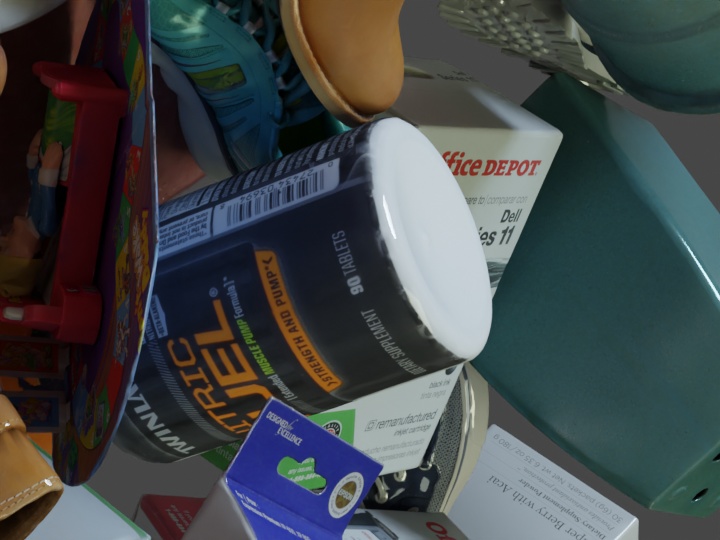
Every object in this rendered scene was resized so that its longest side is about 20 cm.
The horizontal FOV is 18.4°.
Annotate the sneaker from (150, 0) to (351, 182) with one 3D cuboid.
[{"bbox_3d":[-0.045,-0.096,0.934,0.078,0.080,0.200,-49,142,-15],"label":"sneaker"}]

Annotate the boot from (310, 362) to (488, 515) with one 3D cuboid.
[{"bbox_3d":[0.007,0.121,1.237,0.090,0.073,0.201,-18,129,-46],"label":"boot"}]

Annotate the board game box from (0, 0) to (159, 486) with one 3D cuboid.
[{"bbox_3d":[-0.116,-0.022,0.837,0.039,0.201,0.158,6,148,-19],"label":"board game box"}]

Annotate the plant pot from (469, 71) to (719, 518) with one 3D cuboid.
[{"bbox_3d":[0.141,0.025,1.182,0.141,0.200,0.141,-45,154,15],"label":"plant pot"}]

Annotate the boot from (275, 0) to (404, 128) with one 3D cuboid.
[{"bbox_3d":[0.038,-0.149,0.857,0.077,0.155,0.200,-91,168,-55],"label":"boot"}]

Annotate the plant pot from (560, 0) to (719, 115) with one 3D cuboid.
[{"bbox_3d":[0.123,-0.202,0.964,0.196,0.200,0.201,33,90,-38],"label":"plant pot"}]

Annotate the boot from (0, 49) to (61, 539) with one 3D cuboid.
[{"bbox_3d":[-0.158,0.022,0.772,0.200,0.155,0.077,-47,159,-6],"label":"boot"}]

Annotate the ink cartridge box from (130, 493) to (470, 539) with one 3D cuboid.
[{"bbox_3d":[-0.013,0.189,1.135,0.199,0.148,0.086,6,114,-35],"label":"ink cartridge box"}]

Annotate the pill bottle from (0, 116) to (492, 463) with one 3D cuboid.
[{"bbox_3d":[-0.054,0.017,0.931,0.199,0.107,0.106,-20,160,22],"label":"pill bottle"}]

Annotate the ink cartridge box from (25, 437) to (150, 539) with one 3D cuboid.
[{"bbox_3d":[-0.187,0.161,0.906,0.087,0.145,0.201,-11,128,-51],"label":"ink cartridge box"}]

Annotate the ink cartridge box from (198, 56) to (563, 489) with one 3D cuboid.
[{"bbox_3d":[0.000,0.000,1.097,0.146,0.083,0.201,-4,121,-56],"label":"ink cartridge box"}]

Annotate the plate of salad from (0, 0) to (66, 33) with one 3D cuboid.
[{"bbox_3d":[-0.122,-0.167,0.770,0.200,0.048,0.201,-29,135,-33],"label":"plate of salad"}]

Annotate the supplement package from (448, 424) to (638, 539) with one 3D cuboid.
[{"bbox_3d":[0.064,0.219,1.368,0.200,0.121,0.120,-42,147,-27],"label":"supplement package"}]

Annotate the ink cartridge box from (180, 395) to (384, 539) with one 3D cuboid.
[{"bbox_3d":[-0.053,0.148,0.783,0.200,0.037,0.095,-60,148,-5],"label":"ink cartridge box"}]

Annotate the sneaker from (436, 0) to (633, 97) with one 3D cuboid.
[{"bbox_3d":[0.102,-0.146,1.138,0.200,0.076,0.081,16,92,-64],"label":"sneaker"}]
